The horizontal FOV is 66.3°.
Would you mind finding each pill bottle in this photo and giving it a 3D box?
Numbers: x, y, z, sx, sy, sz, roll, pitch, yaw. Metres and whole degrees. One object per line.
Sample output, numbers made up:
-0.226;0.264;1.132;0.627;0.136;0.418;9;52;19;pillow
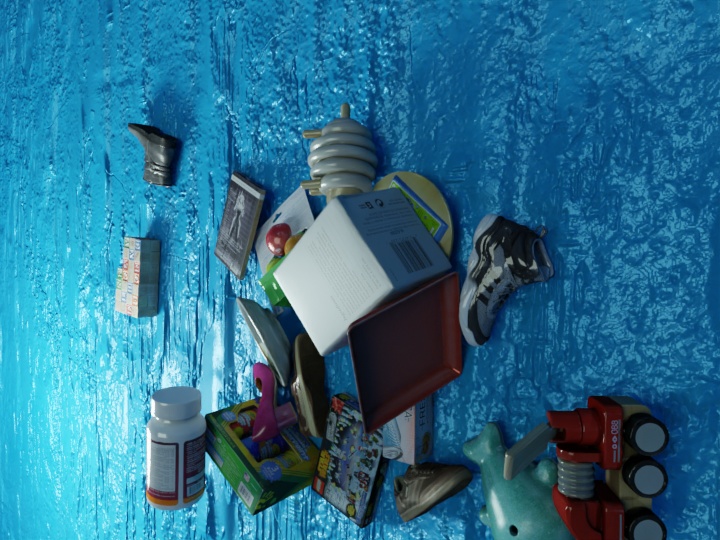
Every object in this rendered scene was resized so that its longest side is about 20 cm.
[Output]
-0.345;0.329;1.034;0.108;0.109;0.204;9;100;37;pill bottle

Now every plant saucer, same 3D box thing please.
0.066;0.117;0.823;0.037;0.198;0.203;32;140;48;plant saucer
-0.182;0.133;1.106;0.201;0.050;0.201;53;161;26;plant saucer

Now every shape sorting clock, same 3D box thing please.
0.076;-0.066;0.941;0.198;0.039;0.204;12;109;39;shape sorting clock

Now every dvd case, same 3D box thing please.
-0.267;-0.102;1.210;0.148;0.016;0.203;35;113;47;dvd case

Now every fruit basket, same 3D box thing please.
-0.139;-0.037;1.100;0.185;0.093;0.203;-39;53;33;fruit basket

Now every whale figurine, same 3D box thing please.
0.219;0.325;0.799;0.160;0.103;0.201;-50;60;29;whale figurine

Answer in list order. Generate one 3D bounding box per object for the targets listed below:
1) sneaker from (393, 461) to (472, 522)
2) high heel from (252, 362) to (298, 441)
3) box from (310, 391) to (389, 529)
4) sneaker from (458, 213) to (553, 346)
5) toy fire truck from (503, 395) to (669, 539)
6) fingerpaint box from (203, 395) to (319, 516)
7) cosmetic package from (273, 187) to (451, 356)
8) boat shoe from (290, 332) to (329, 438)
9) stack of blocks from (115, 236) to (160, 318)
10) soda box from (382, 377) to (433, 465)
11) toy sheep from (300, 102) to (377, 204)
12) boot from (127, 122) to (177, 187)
0.103;0.342;0.889;0.076;0.070;0.201;61;140;26;sneaker
-0.206;0.258;1.114;0.200;0.095;0.068;37;142;52;high heel
-0.015;0.349;1.026;0.136;0.040;0.204;22;105;37;box
0.215;0.022;0.810;0.113;0.075;0.204;13;97;40;sneaker
0.268;0.253;0.687;0.196;0.129;0.180;1;92;4;toy fire truck
-0.195;0.351;1.088;0.199;0.165;0.074;40;117;31;fingerpaint box
0.000;0.000;0.886;0.200;0.166;0.168;-45;72;37;cosmetic package
-0.110;0.226;1.082;0.071;0.072;0.204;-13;89;36;boat shoe
-0.590;0.014;1.460;0.114;0.058;0.204;10;98;38;stack of blocks
0.080;0.214;0.932;0.068;0.063;0.204;1;91;38;soda box
-0.034;-0.197;0.971;0.136;0.137;0.204;-3;85;38;toy sheep
-0.544;-0.296;1.414;0.199;0.069;0.134;32;115;38;boot
